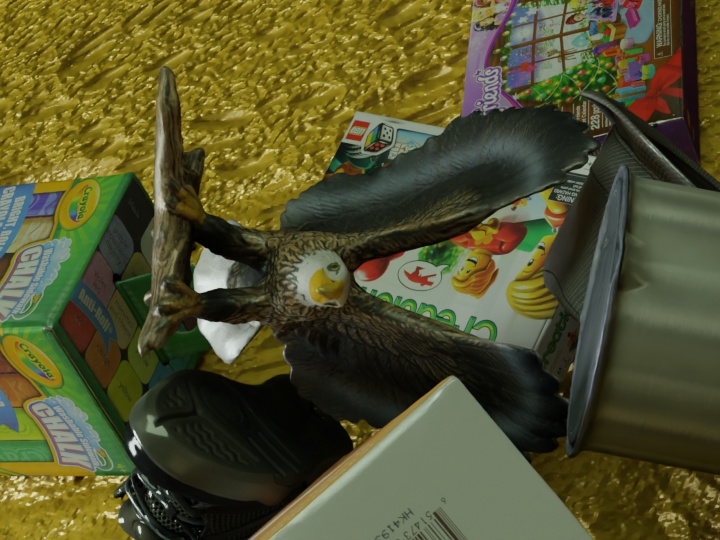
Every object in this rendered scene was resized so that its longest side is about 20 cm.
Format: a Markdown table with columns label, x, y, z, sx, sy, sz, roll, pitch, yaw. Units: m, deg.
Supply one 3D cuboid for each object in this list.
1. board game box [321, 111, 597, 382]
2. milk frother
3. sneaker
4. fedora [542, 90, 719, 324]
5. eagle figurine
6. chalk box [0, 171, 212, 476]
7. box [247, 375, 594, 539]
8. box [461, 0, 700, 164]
| label | x | y | z | sx | sy | sz | roll | pitch | yaw |
| --- | --- | --- | --- | --- | --- | --- | --- | --- | --- |
| board game box | 0.048 | -0.013 | 1.078 | 0.199 | 0.035 | 0.127 | 14 | 72 | 42 |
| milk frother | 0.173 | 0.084 | 0.775 | 0.186 | 0.181 | 0.201 | 10 | 52 | 3 |
| sneaker | -0.079 | 0.106 | 0.952 | 0.114 | 0.199 | 0.076 | -45 | 79 | 9 |
| fedora | 0.147 | 0.002 | 0.939 | 0.177 | 0.200 | 0.090 | 45 | 102 | 10 |
| eagle figurine | 0.000 | 0.003 | 0.899 | 0.198 | 0.153 | 0.152 | 4 | 37 | -5 |
| chalk box | -0.169 | 0.033 | 1.111 | 0.198 | 0.125 | 0.125 | -4 | 43 | 28 |
| box | 0.002 | 0.136 | 0.829 | 0.124 | 0.098 | 0.200 | -40 | -3 | -19 |
| box | 0.132 | -0.127 | 1.188 | 0.136 | 0.039 | 0.201 | -13 | 40 | 19 |
